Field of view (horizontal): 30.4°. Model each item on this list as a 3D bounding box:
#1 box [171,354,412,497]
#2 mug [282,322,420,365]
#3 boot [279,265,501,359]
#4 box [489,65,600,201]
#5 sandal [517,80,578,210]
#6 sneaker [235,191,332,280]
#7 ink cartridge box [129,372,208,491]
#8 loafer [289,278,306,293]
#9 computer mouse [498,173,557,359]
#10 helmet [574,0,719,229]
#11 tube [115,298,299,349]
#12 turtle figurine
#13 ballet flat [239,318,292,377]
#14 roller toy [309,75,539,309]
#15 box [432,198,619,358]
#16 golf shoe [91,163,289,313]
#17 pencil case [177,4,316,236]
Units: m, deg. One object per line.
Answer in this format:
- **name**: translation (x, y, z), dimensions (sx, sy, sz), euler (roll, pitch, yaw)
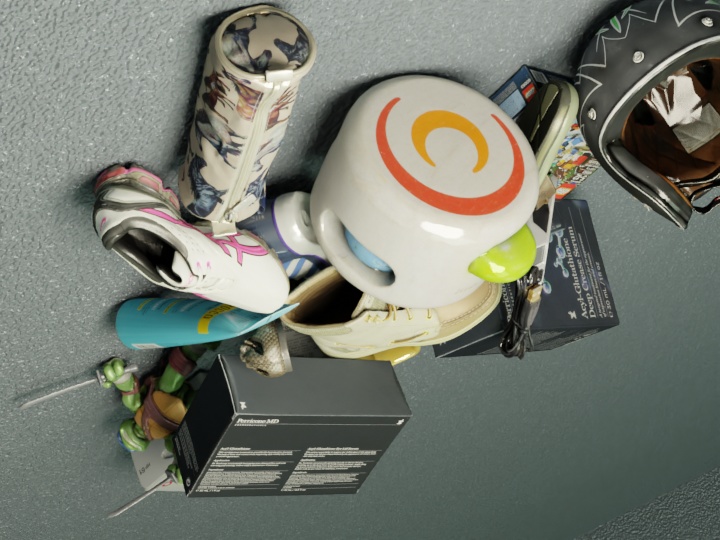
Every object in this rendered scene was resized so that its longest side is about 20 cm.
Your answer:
- **box**: translation (-0.070, 0.159, 1.341), dimensions (0.199, 0.079, 0.141), euler (5, 138, -31)
- **mug**: translation (-0.042, 0.099, 1.489), dimensions (0.187, 0.149, 0.153), euler (-53, 152, -20)
- **boot**: translation (0.032, 0.029, 1.278), dimensions (0.199, 0.072, 0.155), euler (-17, 163, 11)
- **box**: translation (0.185, -0.133, 1.337), dimensions (0.199, 0.038, 0.137), euler (4, 141, -47)
- **sandal**: translation (0.162, -0.089, 1.245), dimensions (0.057, 0.080, 0.201), euler (9, 138, -22)
- **sneaker**: translation (-0.089, -0.019, 1.277), dimensions (0.146, 0.081, 0.200), euler (-19, 167, 19)
- **ink cartridge box**: translation (-0.163, 0.200, 1.601), dimensions (0.144, 0.085, 0.200), euler (-38, 154, 23)
- **loafer**: translation (0.000, 0.000, 1.389), dimensions (0.199, 0.076, 0.067), euler (-22, 159, 13)
- **computer mouse**: translation (0.165, -0.018, 1.318), dimensions (0.044, 0.201, 0.110), euler (7, 135, 8)
- **helmet**: translation (0.289, -0.157, 1.213), dimensions (0.200, 0.191, 0.200), euler (-40, -176, 3)
- **tube**: translation (-0.151, 0.049, 1.245), dimensions (0.199, 0.051, 0.077), euler (-4, -159, 43)
- **turtle figurine**: translation (-0.209, 0.151, 1.399), dimensions (0.194, 0.144, 0.200), euler (-41, 155, 21)
- **ballet flat**: translation (-0.101, 0.054, 1.296), dimensions (0.046, 0.200, 0.068), euler (-15, 112, -5)
- **roller toy**: translation (0.053, -0.068, 1.174), dimensions (0.181, 0.201, 0.140), euler (9, 144, -17)
- **box**: translation (0.165, 0.006, 1.432), dimensions (0.199, 0.149, 0.107), euler (-1, 163, -43)
- **golf shoe**: translation (-0.145, -0.006, 1.129), dimensions (0.199, 0.092, 0.073), euler (30, 122, -29)
- **pencil case**: translation (-0.093, -0.118, 1.049), dimensions (0.077, 0.090, 0.200), euler (-12, 151, -25)
